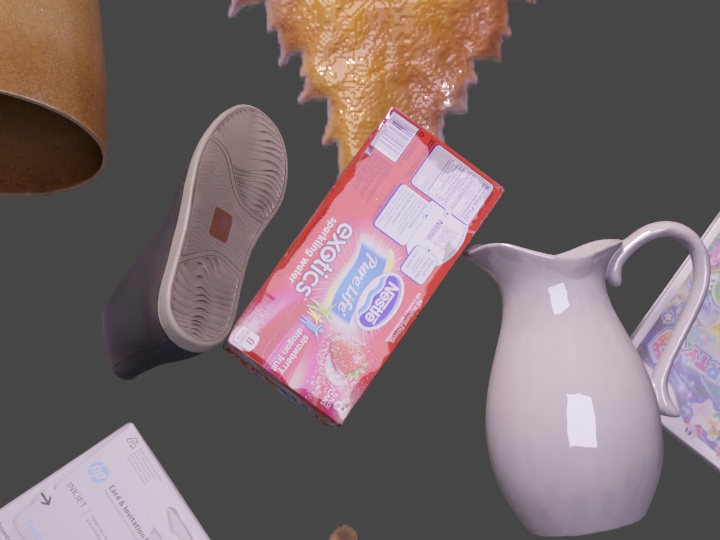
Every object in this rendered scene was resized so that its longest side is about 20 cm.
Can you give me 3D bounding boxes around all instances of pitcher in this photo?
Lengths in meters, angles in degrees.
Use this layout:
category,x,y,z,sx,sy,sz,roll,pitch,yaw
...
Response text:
category,x,y,z,sx,sy,sz,roll,pitch,yaw
pitcher,0.166,0.071,1.397,0.170,0.121,0.202,-8,92,-1

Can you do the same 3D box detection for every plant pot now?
category,x,y,z,sx,sy,sz,roll,pitch,yaw
plant pot,-0.250,-0.176,1.371,0.184,0.187,0.202,7,69,-5

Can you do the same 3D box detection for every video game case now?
category,x,y,z,sx,sy,sz,roll,pitch,yaw
video game case,0.287,0.042,1.469,0.143,0.018,0.201,37,83,-2

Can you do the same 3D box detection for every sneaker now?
category,x,y,z,sx,sy,sz,roll,pitch,yaw
sneaker,-0.122,-0.022,1.412,0.075,0.106,0.201,36,53,-24

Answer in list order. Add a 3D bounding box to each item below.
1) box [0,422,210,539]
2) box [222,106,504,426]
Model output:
category,x,y,z,sx,sy,sz,roll,pitch,yaw
box,-0.197,0.224,1.396,0.199,0.041,0.157,-34,89,-6
box,0.000,0.000,1.406,0.099,0.095,0.201,35,83,-1
